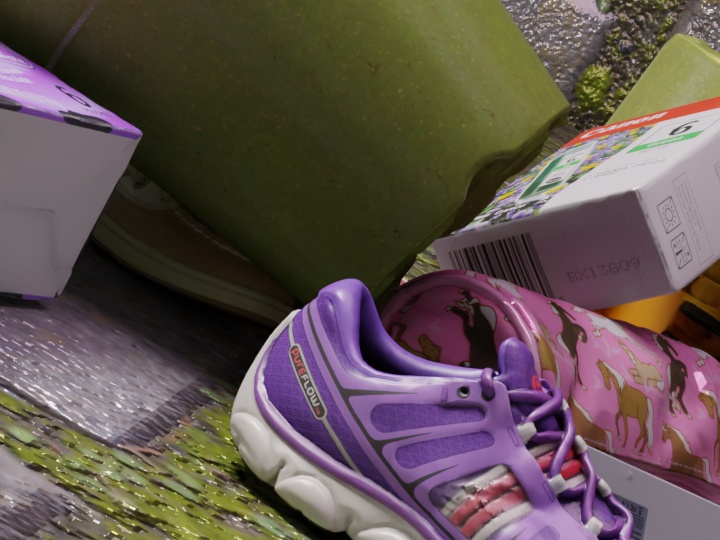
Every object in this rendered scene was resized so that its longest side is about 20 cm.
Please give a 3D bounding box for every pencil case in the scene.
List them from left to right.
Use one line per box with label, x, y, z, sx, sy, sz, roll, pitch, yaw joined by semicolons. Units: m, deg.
pencil case;0.081;0.055;1.064;0.082;0.087;0.200;-8;-13;31

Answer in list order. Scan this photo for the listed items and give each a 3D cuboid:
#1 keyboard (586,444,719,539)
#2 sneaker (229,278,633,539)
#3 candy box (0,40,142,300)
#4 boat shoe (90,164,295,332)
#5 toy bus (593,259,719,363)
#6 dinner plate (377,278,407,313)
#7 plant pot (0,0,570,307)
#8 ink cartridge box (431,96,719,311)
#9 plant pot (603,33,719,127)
keyboard;0.091;0.095;0.972;0.199;0.057;0.011;26;-31;-27
sneaker;0.050;0.071;0.861;0.199;0.084;0.081;33;10;15
candy box;-0.198;-0.073;0.904;0.199;0.072;0.168;33;9;20
boat shoe;-0.078;-0.038;1.125;0.073;0.063;0.201;24;10;-33
toy bus;0.211;0.074;1.271;0.200;0.136;0.192;33;-4;37
dinner plate;0.000;0.000;1.188;0.200;0.024;0.200;44;0;0
plant pot;-0.027;-0.086;1.024;0.190;0.200;0.200;48;10;2
ink cartridge box;0.129;-0.039;1.174;0.108;0.051;0.200;-13;14;40
plant pot;0.178;-0.016;1.438;0.199;0.185;0.200;29;8;-5
